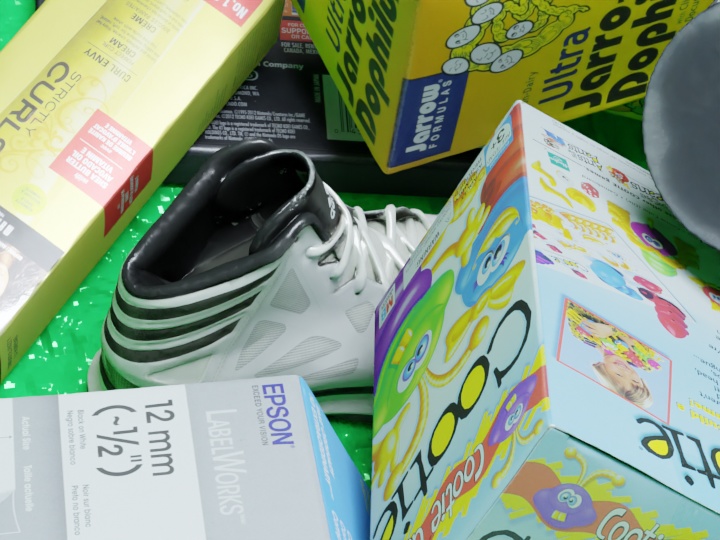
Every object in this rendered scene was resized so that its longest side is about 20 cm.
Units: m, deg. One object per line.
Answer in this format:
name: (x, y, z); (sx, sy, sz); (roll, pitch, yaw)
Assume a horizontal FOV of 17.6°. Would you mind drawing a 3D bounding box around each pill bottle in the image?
pill bottle: (0.175, -0.057, 0.808); (0.112, 0.112, 0.200); (43, 26, 18)

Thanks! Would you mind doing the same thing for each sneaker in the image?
sneaker: (0.000, 0.000, 0.861); (0.200, 0.116, 0.076); (-16, 59, -23)

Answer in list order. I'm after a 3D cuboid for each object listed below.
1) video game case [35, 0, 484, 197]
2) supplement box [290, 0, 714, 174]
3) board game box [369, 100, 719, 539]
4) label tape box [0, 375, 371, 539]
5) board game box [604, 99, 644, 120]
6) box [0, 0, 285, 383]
video game case: (-0.038, -0.112, 0.992); (0.199, 0.026, 0.182); (2, 54, -10)
supplement box: (0.082, -0.134, 0.886); (0.199, 0.109, 0.110); (-17, 59, -17)
board game box: (0.070, 0.051, 0.746); (0.105, 0.103, 0.200); (28, 27, -14)
label tape box: (-0.045, 0.101, 0.737); (0.199, 0.066, 0.144); (-6, 37, -6)
board game box: (0.129, -0.114, 0.974); (0.199, 0.048, 0.102); (15, 54, 3)
box: (-0.112, -0.050, 0.888); (0.075, 0.050, 0.200); (35, 65, 7)
